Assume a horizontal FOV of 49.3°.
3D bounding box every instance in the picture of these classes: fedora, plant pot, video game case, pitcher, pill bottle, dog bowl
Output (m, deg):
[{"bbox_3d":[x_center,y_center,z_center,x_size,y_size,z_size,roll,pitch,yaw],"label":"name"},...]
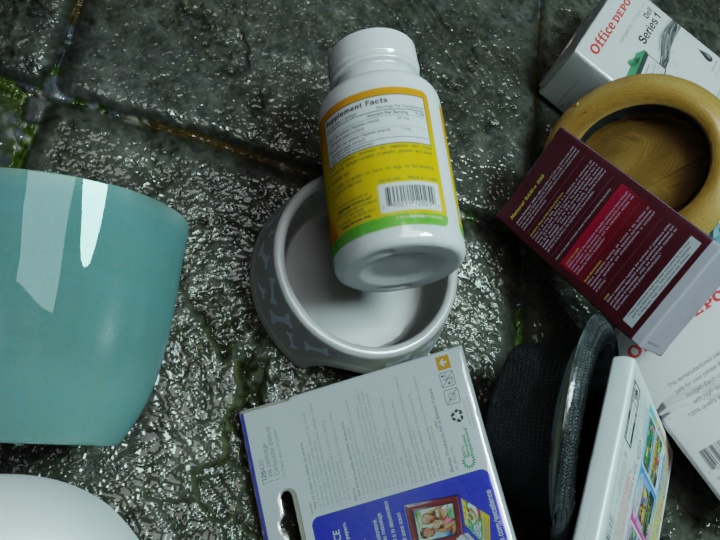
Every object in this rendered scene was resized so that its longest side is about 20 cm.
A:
[{"bbox_3d":[0.287,-0.100,0.811,0.196,0.081,0.207,-2,85,25],"label":"fedora"},{"bbox_3d":[-0.226,0.040,0.552,0.195,0.200,0.165,6,76,-16],"label":"plant pot"},{"bbox_3d":[0.223,0.207,0.663,0.183,0.023,0.203,52,51,-44],"label":"video game case"},{"bbox_3d":[0.160,0.136,0.673,0.090,0.202,0.204,6,59,28],"label":"fedora"},{"bbox_3d":[-0.261,0.204,0.518,0.198,0.172,0.123,29,31,-25],"label":"pitcher"},{"bbox_3d":[0.021,-0.095,0.665,0.108,0.111,0.205,0,69,-18],"label":"pill bottle"},{"bbox_3d":[0.000,0.000,0.715,0.195,0.059,0.205,7,66,-16],"label":"dog bowl"}]

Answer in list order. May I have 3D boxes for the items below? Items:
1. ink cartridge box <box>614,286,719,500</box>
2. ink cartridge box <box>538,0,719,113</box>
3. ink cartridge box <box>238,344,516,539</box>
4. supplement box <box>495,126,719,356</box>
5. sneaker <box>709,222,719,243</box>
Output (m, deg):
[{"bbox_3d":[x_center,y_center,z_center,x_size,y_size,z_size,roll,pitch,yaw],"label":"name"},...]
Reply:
[{"bbox_3d":[0.349,0.102,0.733,0.202,0.145,0.084,54,25,8],"label":"ink cartridge box"},{"bbox_3d":[0.322,-0.207,0.889,0.199,0.084,0.147,38,62,-2],"label":"ink cartridge box"},{"bbox_3d":[0.017,0.186,0.639,0.195,0.047,0.202,-17,73,7],"label":"ink cartridge box"},{"bbox_3d":[0.230,-0.031,0.726,0.060,0.110,0.201,18,25,-48],"label":"supplement box"},{"bbox_3d":[0.373,-0.013,0.821,0.082,0.074,0.200,42,82,8],"label":"sneaker"}]
